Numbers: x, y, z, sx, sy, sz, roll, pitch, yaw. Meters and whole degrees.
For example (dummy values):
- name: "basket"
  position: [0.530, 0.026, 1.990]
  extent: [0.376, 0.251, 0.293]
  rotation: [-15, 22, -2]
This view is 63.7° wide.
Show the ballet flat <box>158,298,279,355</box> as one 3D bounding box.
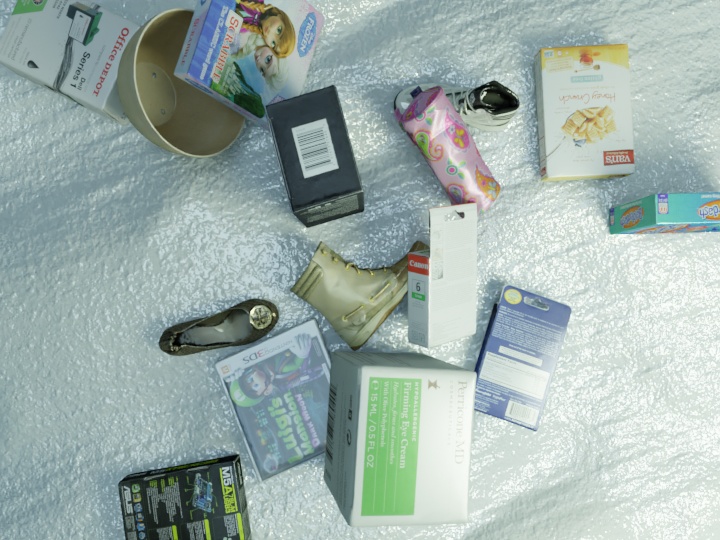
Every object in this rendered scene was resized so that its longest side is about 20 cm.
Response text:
- name: "ballet flat"
  position: [-0.225, 0.093, 0.917]
  extent: [0.194, 0.046, 0.069]
  rotation: [-13, 89, 0]

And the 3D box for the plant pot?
- name: "plant pot"
  position: [-0.285, -0.273, 0.877]
  extent: [0.132, 0.198, 0.207]
  rotation: [6, 87, 39]

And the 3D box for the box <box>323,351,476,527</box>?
- name: "box"
  position: [0.047, 0.227, 0.823]
  extent: [0.166, 0.200, 0.206]
  rotation: [4, 87, -14]

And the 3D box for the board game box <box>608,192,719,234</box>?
- name: "board game box"
  position: [0.500, -0.084, 0.869]
  extent: [0.194, 0.152, 0.046]
  rotation: [-1, 88, 1]

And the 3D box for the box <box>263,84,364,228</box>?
- name: "box"
  position: [-0.060, -0.155, 0.849]
  extent: [0.101, 0.200, 0.152]
  rotation: [-16, 87, 0]

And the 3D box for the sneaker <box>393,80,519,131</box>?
- name: "sneaker"
  position: [0.150, -0.267, 0.894]
  extent: [0.194, 0.115, 0.078]
  rotation: [4, 88, 1]

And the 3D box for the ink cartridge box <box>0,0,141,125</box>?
- name: "ink cartridge box"
  position: [-0.441, -0.344, 0.914]
  extent: [0.196, 0.084, 0.149]
  rotation: [24, 88, 3]

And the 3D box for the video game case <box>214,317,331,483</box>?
- name: "video game case"
  position: [-0.116, 0.206, 0.925]
  extent: [0.178, 0.023, 0.205]
  rotation: [-23, 88, 0]

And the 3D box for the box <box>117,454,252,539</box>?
- name: "box"
  position: [-0.268, 0.410, 0.907]
  extent: [0.187, 0.048, 0.206]
  rotation: [-10, 87, -3]

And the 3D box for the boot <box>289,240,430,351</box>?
- name: "boot"
  position: [0.000, 0.000, 0.907]
  extent: [0.155, 0.073, 0.201]
  rotation: [40, 94, -1]

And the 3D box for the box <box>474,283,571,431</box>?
- name: "box"
  position: [0.251, 0.136, 0.921]
  extent: [0.118, 0.032, 0.205]
  rotation: [18, 90, 1]

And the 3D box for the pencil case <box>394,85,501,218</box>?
- name: "pencil case"
  position: [0.133, -0.176, 0.872]
  extent: [0.087, 0.087, 0.201]
  rotation: [-40, 115, -2]

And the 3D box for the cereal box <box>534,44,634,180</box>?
- name: "cereal box"
  position: [0.356, -0.249, 0.923]
  extent: [0.139, 0.040, 0.207]
  rotation: [-3, 88, 0]

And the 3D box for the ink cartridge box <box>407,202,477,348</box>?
- name: "ink cartridge box"
  position: [0.123, 0.004, 0.871]
  extent: [0.107, 0.050, 0.206]
  rotation: [-10, 104, -38]

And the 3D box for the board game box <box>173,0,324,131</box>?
- name: "board game box"
  position: [-0.158, -0.339, 0.868]
  extent: [0.040, 0.197, 0.205]
  rotation: [16, 88, 40]
